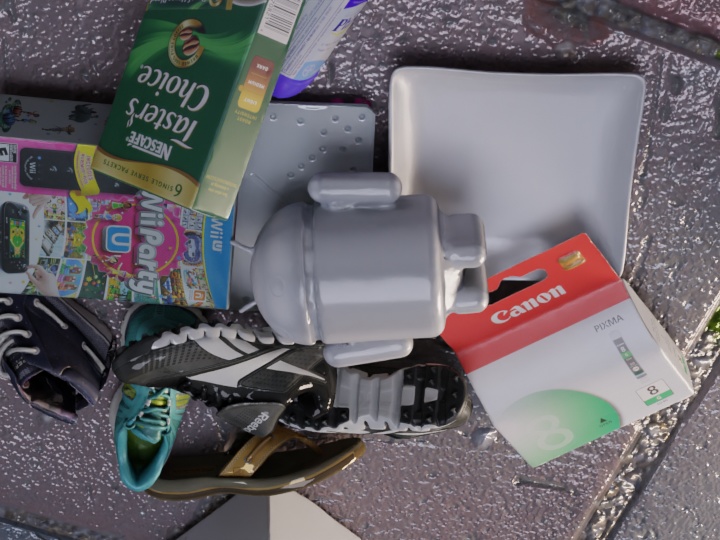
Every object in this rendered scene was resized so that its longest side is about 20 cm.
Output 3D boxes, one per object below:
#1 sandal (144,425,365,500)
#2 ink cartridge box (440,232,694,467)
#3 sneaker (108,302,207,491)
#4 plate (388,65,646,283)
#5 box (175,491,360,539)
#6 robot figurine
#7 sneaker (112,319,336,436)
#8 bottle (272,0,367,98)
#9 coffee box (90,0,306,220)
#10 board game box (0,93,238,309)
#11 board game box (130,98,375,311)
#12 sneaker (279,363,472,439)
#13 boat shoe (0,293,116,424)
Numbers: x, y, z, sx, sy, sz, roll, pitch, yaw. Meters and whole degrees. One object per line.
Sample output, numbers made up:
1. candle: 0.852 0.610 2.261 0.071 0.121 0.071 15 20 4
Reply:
1. sandal: -0.096 0.161 1.842 0.199 0.080 0.054 -5 104 9
2. ink cartridge box: 0.166 0.070 1.759 0.161 0.050 0.200 -26 136 18
3. sneaker: -0.171 0.104 1.782 0.077 0.080 0.200 7 130 -7
4. plate: 0.119 -0.080 1.688 0.199 0.032 0.201 1 125 -1
5. box: -0.110 0.296 1.909 0.200 0.098 0.124 -38 120 23
6. robot figurine: 0.000 0.000 1.656 0.199 0.113 0.170 -3 114 2
7. sneaker: -0.101 0.090 1.701 0.199 0.091 0.066 -1 161 -30
8. bottle: -0.017 -0.220 1.559 0.065 0.084 0.200 38 118 -1
9. coffee box: -0.116 -0.147 1.540 0.044 0.123 0.201 16 96 -49
10. board game box: -0.197 -0.053 1.660 0.199 0.064 0.148 4 124 -4
11. board game box: -0.091 -0.055 1.710 0.199 0.026 0.201 2 125 -1
12. sneaker: 0.007 0.113 1.799 0.199 0.067 0.090 2 165 21
13. boat shoe: -0.287 0.044 1.740 0.200 0.093 0.075 35 118 -22
